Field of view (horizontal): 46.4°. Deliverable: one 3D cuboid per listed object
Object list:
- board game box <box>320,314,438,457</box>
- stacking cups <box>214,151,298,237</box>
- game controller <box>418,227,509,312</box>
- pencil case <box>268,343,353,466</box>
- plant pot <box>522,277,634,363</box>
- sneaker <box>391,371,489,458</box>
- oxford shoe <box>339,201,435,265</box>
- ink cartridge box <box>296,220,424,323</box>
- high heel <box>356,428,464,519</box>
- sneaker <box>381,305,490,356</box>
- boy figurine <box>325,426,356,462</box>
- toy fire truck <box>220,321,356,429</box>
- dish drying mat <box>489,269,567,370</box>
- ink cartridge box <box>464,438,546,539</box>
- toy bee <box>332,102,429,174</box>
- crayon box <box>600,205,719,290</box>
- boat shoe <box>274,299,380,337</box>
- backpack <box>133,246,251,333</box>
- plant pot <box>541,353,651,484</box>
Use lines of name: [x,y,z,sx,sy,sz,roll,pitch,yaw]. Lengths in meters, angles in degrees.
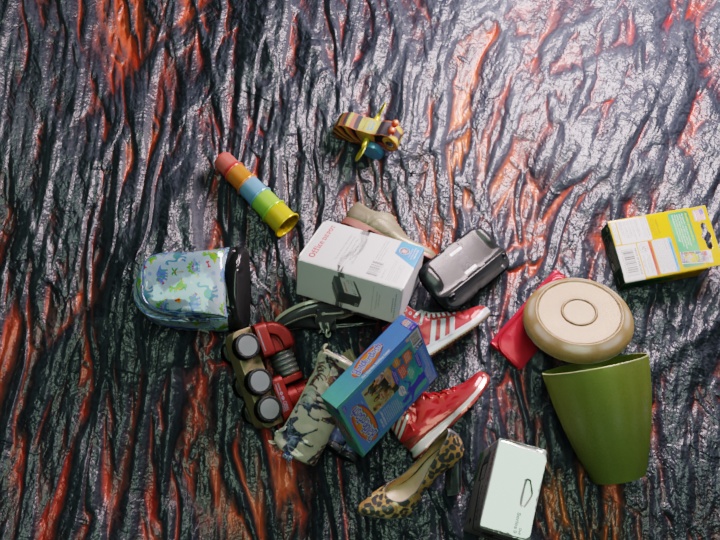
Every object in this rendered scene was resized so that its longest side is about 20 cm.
board game box: [0.036,0.195,1.420,0.045,0.153,0.200,28,63,40]
stacking cups: [-0.206,-0.153,1.638,0.060,0.061,0.200,-40,72,-13]
game controller: [0.196,-0.005,1.569,0.104,0.042,0.199,45,54,14]
pencil case: [-0.074,0.228,1.420,0.089,0.078,0.201,27,90,-21]
plant pot: [0.395,0.082,1.520,0.198,0.028,0.201,-3,46,3]
sneaker: [0.132,0.228,1.505,0.200,0.078,0.116,-43,79,-15]
oxford shoe: [0.062,-0.073,1.606,0.199,0.071,0.075,27,66,5]
ink cartridge box: [0.000,0.000,1.527,0.198,0.084,0.145,16,37,12]
high heel: [0.082,0.342,1.430,0.198,0.144,0.072,-13,32,-15]
sneaker: [0.135,0.091,1.552,0.199,0.071,0.113,-31,78,-8]
boy figurine: [-0.002,0.234,1.498,0.124,0.064,0.201,35,70,-23]
toy fire truck: [-0.124,0.168,1.503,0.199,0.128,0.178,-18,85,-29]
dish drying mat: [0.335,0.090,1.585,0.077,0.018,0.200,41,75,11]
ink cartridge box: [0.238,0.369,1.395,0.083,0.200,0.147,15,71,5]
toy bee: [0.042,-0.274,1.651,0.198,0.109,0.132,3,70,0]
crayon box: [0.579,-0.044,1.617,0.198,0.052,0.127,-10,72,-4]
boat shoe: [-0.058,0.088,1.549,0.198,0.073,0.063,-13,69,-10]
backpack: [-0.312,0.034,1.535,0.198,0.154,0.165,-2,78,11]
plant pot: [0.428,0.261,1.462,0.185,0.187,0.202,-11,86,-5]
